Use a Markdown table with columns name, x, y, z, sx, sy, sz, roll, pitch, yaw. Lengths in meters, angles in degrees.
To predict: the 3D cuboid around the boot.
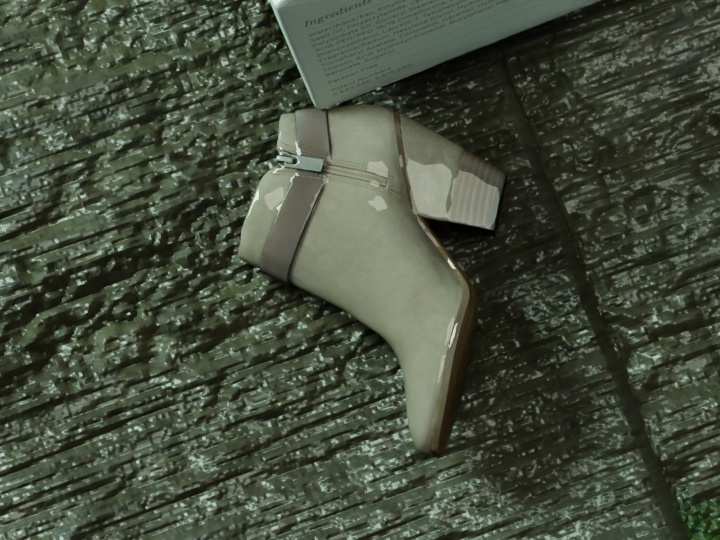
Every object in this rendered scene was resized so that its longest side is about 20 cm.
| name | x | y | z | sx | sy | sz | roll | pitch | yaw |
| --- | --- | --- | --- | --- | --- | --- | --- | --- | --- |
| boot | 0.000 | 0.000 | 1.678 | 0.146 | 0.070 | 0.201 | 11 | 71 | 6 |

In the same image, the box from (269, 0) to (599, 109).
| name | x | y | z | sx | sy | sz | roll | pitch | yaw |
| --- | --- | --- | --- | --- | --- | --- | --- | --- | --- |
| box | 0.022 | -0.236 | 1.677 | 0.199 | 0.131 | 0.199 | -21 | 63 | 1 |
